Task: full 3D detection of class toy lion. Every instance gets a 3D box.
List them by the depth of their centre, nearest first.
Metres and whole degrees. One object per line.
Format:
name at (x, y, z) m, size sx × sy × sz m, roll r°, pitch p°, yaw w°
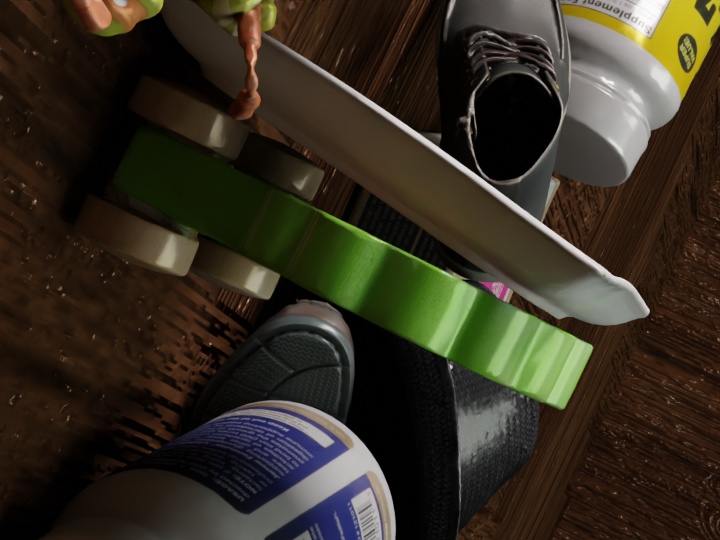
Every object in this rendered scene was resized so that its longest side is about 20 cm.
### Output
toy lion at (0.000, 0.000, 0.847) m, size 0.069 × 0.191 × 0.200 m, roll -64°, pitch 168°, yaw 1°

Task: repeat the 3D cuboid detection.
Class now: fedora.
fedora at (0.033, 0.074, 1.121) m, size 0.091 × 0.201 × 0.201 m, roll -12°, pitch 138°, yaw -25°

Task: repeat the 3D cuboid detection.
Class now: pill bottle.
pill bottle at (-0.071, 0.133, 0.968) m, size 0.200 × 0.115 × 0.116 m, roll -23°, pitch 136°, yaw -65°
pill bottle at (0.174, -0.163, 1.432) m, size 0.200 × 0.114 × 0.114 m, roll -61°, pitch 167°, yaw -17°

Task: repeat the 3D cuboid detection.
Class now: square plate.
square plate at (0.018, -0.037, 0.852) m, size 0.028 × 0.198 × 0.200 m, roll -56°, pitch 167°, yaw 2°

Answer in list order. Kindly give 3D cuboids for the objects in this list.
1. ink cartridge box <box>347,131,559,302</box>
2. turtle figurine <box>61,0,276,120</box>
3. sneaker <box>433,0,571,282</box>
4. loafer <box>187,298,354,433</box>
ink cartridge box at (0.039, 0.006, 1.284) m, size 0.165 × 0.075 × 0.200 m, roll -66°, pitch 167°, yaw 9°
turtle figurine at (-0.057, -0.133, 0.668) m, size 0.200 × 0.064 × 0.162 m, roll 42°, pitch 65°, yaw -68°
sneaker at (0.079, -0.104, 1.122) m, size 0.106 × 0.075 × 0.201 m, roll 103°, pitch -9°, yaw -63°
loafer at (-0.053, 0.086, 1.107) m, size 0.063 × 0.072 × 0.200 m, roll -78°, pitch -170°, yaw -55°
